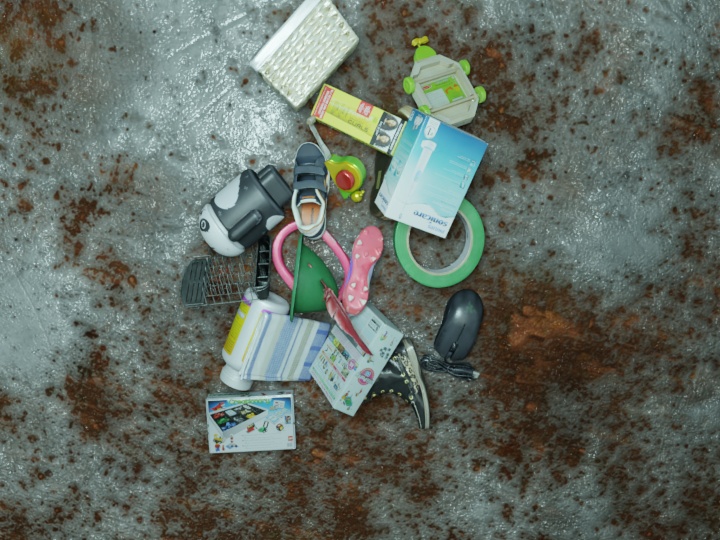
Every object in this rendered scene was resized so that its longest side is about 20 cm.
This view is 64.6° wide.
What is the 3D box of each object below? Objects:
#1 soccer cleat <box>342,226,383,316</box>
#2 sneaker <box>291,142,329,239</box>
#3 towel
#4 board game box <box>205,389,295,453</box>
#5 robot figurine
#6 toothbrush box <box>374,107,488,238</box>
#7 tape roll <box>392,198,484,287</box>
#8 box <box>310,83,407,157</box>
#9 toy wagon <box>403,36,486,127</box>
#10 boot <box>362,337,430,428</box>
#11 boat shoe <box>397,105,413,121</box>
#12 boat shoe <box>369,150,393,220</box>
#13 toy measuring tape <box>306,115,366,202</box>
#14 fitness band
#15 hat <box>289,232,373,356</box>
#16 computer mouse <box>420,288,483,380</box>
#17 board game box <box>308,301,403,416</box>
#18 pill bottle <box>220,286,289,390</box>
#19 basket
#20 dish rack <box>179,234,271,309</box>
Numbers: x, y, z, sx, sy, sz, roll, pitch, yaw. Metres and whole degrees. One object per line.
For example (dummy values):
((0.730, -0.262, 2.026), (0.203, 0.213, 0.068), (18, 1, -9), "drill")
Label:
((0.000, 0.000, 1.210), (0.065, 0.077, 0.205), (19, 62, -12), "soccer cleat")
((-0.102, -0.171, 1.175), (0.076, 0.079, 0.207), (-6, 85, 6), "sneaker")
((-0.157, 0.166, 1.210), (0.197, 0.024, 0.150), (14, 100, -48), "towel")
((-0.244, 0.340, 1.283), (0.193, 0.035, 0.131), (-2, 99, -3), "board game box")
((-0.232, -0.121, 1.144), (0.199, 0.150, 0.126), (-39, 80, 4), "robot figurine")
((0.135, -0.188, 1.116), (0.143, 0.086, 0.205), (15, 109, -21), "toothbrush box")
((0.168, -0.069, 1.236), (0.194, 0.048, 0.207), (0, 98, -3), "tape roll")
((0.000, -0.304, 1.158), (0.197, 0.050, 0.077), (30, 97, 16), "box")
((0.161, -0.387, 1.170), (0.152, 0.040, 0.204), (-22, 76, -20), "toy wagon")
((0.071, 0.266, 1.268), (0.146, 0.073, 0.206), (-14, 95, -2), "boot")
((0.167, -0.293, 1.197), (0.197, 0.071, 0.066), (31, 88, -13), "boat shoe")
((0.072, -0.208, 1.209), (0.075, 0.071, 0.206), (11, 93, -36), "boat shoe")
((-0.039, -0.233, 1.178), (0.072, 0.074, 0.203), (-27, 113, 1), "toy measuring tape")
((-0.104, -0.015, 1.239), (0.143, 0.037, 0.201), (-39, 97, 6), "fitness band")
((-0.049, 0.038, 1.149), (0.170, 0.166, 0.207), (7, 100, -4), "hat")
((0.222, 0.144, 1.268), (0.134, 0.053, 0.206), (15, 98, -4), "computer mouse")
((-0.014, 0.176, 1.211), (0.063, 0.147, 0.203), (28, 97, -34), "board game box")
((-0.232, 0.147, 1.221), (0.102, 0.104, 0.205), (23, 97, -6), "pill bottle")
((-0.108, -0.427, 1.129), (0.200, 0.136, 0.123), (-44, 102, 4), "basket")
((-0.278, 0.005, 1.180), (0.193, 0.156, 0.056), (-6, 135, 0), "dish rack")
